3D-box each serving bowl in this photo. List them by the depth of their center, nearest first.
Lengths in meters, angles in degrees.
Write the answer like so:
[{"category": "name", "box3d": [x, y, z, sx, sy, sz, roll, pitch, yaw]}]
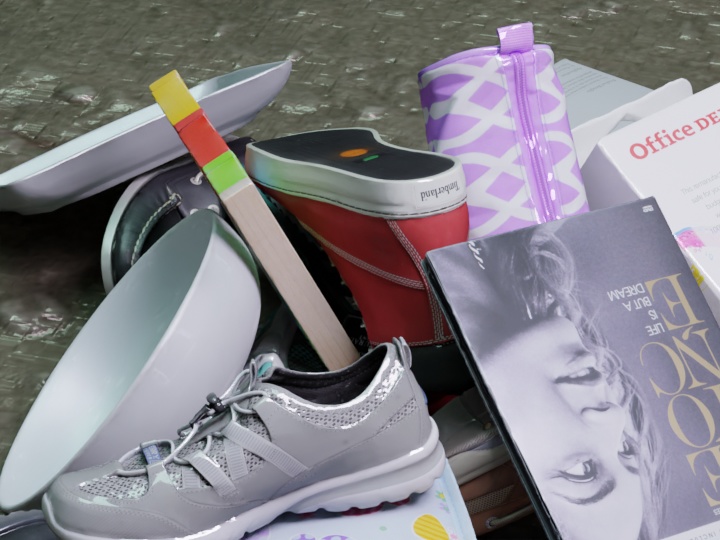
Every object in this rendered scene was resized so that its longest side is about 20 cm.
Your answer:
[{"category": "serving bowl", "box3d": [-0.116, 0.065, 1.570, 0.066, 0.200, 0.200, 37, 28, -14]}]

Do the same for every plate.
[{"category": "plate", "box3d": [-0.151, -0.080, 1.841, 0.199, 0.032, 0.200, -25, 7, -16]}]

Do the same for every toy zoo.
[{"category": "toy zoo", "box3d": [-0.066, -0.035, 1.619, 0.020, 0.131, 0.200, -32, 31, -2]}]

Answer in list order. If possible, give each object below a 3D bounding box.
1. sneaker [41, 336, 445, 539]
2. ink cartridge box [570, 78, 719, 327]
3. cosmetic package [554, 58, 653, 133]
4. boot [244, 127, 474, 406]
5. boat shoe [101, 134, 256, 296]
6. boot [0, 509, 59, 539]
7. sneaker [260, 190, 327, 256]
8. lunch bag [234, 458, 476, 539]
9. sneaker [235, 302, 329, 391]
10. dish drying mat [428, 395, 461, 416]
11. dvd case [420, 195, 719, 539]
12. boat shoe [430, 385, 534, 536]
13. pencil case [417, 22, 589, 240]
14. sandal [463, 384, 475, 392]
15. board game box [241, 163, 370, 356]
[{"category": "sneaker", "box3d": [-0.060, 0.081, 1.384, 0.199, 0.082, 0.075, -15, 23, -15]}, {"category": "ink cartridge box", "box3d": [0.197, -0.004, 1.621, 0.128, 0.125, 0.200, -24, 69, -34]}, {"category": "cosmetic package", "box3d": [0.176, -0.059, 1.845, 0.200, 0.081, 0.113, 26, 39, 36]}, {"category": "boot", "box3d": [0.000, 0.000, 1.575, 0.072, 0.145, 0.200, -16, 19, -24]}, {"category": "boat shoe", "box3d": [-0.099, -0.032, 1.816, 0.060, 0.074, 0.200, 7, 22, 23]}, {"category": "boot", "box3d": [-0.159, 0.208, 1.403, 0.165, 0.066, 0.200, -31, 38, -28]}, {"category": "sneaker", "box3d": [0.019, -0.031, 1.654, 0.200, 0.082, 0.070, 39, 6, 33]}, {"category": "lunch bag", "box3d": [-0.015, 0.191, 1.373, 0.169, 0.128, 0.200, -8, 32, -3]}, {"category": "sneaker", "box3d": [-0.035, 0.082, 1.627, 0.091, 0.078, 0.200, 38, 15, -8]}, {"category": "dish drying mat", "box3d": [0.097, 0.083, 1.544, 0.199, 0.018, 0.077, -1, 16, 17]}, {"category": "dvd case", "box3d": [0.133, 0.063, 1.460, 0.148, 0.016, 0.201, -14, 69, -30]}, {"category": "boat shoe", "box3d": [0.025, 0.129, 1.498, 0.199, 0.072, 0.076, -27, 24, 22]}, {"category": "pencil case", "box3d": [0.087, -0.026, 1.546, 0.084, 0.201, 0.085, -14, -5, -16]}, {"category": "sandal", "box3d": [0.093, 0.039, 1.652, 0.075, 0.048, 0.201, 19, 43, -24]}, {"category": "board game box", "box3d": [0.008, 0.003, 1.739, 0.135, 0.028, 0.200, 15, 21, -30]}]
